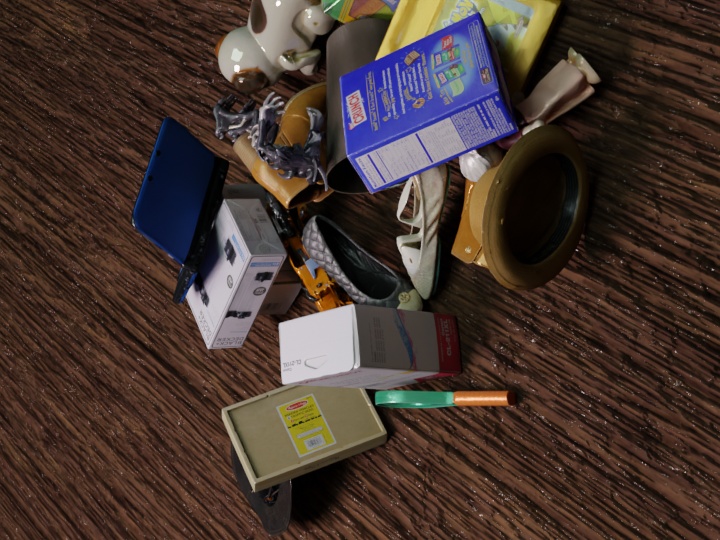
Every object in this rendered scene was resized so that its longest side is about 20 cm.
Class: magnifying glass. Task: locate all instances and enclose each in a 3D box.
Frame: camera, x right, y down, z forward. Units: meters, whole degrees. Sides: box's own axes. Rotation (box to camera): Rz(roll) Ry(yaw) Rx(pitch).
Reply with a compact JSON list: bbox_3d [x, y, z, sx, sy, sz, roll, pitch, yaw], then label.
[{"bbox_3d":[0.108,0.168,1.573,0.198,0.079,0.023,-7,76,34],"label":"magnifying glass"}]

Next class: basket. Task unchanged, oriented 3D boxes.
[{"bbox_3d":[0.021,-0.233,1.675,0.179,0.135,0.202,-22,65,32],"label":"basket"}]

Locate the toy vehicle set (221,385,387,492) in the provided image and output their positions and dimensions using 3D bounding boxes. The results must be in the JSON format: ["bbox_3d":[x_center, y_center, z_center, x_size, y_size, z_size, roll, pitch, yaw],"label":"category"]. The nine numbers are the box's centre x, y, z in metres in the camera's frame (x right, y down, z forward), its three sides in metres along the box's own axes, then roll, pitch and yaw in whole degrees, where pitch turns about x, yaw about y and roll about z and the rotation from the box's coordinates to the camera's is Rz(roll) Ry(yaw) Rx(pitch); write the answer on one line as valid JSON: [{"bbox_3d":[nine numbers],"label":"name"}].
[{"bbox_3d":[-0.077,0.214,1.669,0.027,0.198,0.125,96,151,-53],"label":"toy vehicle set"}]

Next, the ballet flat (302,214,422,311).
[{"bbox_3d":[0.000,0.000,1.642,0.199,0.067,0.057,36,154,11],"label":"ballet flat"}]

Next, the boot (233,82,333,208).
[{"bbox_3d":[-0.069,-0.177,1.749,0.144,0.201,0.071,44,154,20],"label":"boot"}]

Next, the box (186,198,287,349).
[{"bbox_3d":[-0.184,0.007,1.759,0.117,0.060,0.201,62,139,33],"label":"box"}]

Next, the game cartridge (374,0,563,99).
[{"bbox_3d":[0.137,-0.305,1.568,0.198,0.032,0.178,26,103,11],"label":"game cartridge"}]

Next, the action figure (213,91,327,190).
[{"bbox_3d":[-0.107,-0.185,1.634,0.199,0.118,0.103,31,97,32],"label":"action figure"}]

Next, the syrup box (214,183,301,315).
[{"bbox_3d":[-0.167,-0.034,1.855,0.082,0.078,0.201,-56,49,41],"label":"syrup box"}]

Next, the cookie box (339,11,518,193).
[{"bbox_3d":[0.079,-0.207,1.489,0.198,0.075,0.172,-22,42,15],"label":"cookie box"}]

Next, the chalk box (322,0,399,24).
[{"bbox_3d":[0.052,-0.429,1.662,0.199,0.124,0.125,-31,53,39],"label":"chalk box"}]

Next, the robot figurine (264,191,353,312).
[{"bbox_3d":[-0.078,-0.028,1.753,0.058,0.145,0.201,-27,61,-2],"label":"robot figurine"}]

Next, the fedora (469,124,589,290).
[{"bbox_3d":[0.189,-0.078,1.436,0.081,0.199,0.203,16,95,45],"label":"fedora"}]

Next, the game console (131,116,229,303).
[{"bbox_3d":[-0.270,-0.085,1.751,0.171,0.117,0.202,126,160,-54],"label":"game console"}]

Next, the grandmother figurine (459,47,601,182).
[{"bbox_3d":[0.201,-0.183,1.480,0.200,0.061,0.121,-41,12,10],"label":"grandmother figurine"}]

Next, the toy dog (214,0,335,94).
[{"bbox_3d":[-0.127,-0.351,1.802,0.200,0.193,0.140,-48,66,21],"label":"toy dog"}]

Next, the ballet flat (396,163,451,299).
[{"bbox_3d":[0.075,-0.056,1.597,0.068,0.062,0.202,-118,30,-61],"label":"ballet flat"}]

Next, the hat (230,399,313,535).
[{"bbox_3d":[-0.115,0.276,1.756,0.200,0.080,0.203,30,125,55],"label":"hat"}]

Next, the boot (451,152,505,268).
[{"bbox_3d":[0.148,-0.088,1.559,0.201,0.070,0.145,37,103,35],"label":"boot"}]

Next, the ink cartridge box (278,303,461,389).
[{"bbox_3d":[0.013,0.102,1.579,0.145,0.199,0.084,-15,73,42],"label":"ink cartridge box"}]
